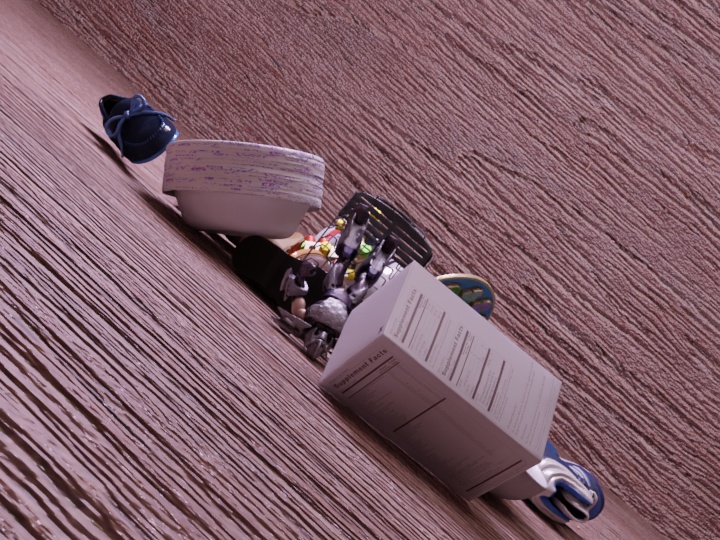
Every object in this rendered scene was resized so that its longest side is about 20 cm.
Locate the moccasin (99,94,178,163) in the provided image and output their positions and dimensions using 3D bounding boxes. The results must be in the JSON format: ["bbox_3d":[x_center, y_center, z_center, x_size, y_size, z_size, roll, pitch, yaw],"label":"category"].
[{"bbox_3d":[-0.307,-0.190,1.550,0.200,0.080,0.068,19,-30,56],"label":"moccasin"}]

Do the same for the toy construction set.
[{"bbox_3d":[-0.064,-0.039,1.819,0.092,0.198,0.132,88,2,-58],"label":"toy construction set"}]

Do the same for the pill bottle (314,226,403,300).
[{"bbox_3d":[0.009,0.020,1.901,0.199,0.112,0.111,31,-1,22],"label":"pill bottle"}]

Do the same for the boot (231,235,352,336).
[{"bbox_3d":[-0.067,0.032,1.389,0.200,0.074,0.076,39,-9,34],"label":"boot"}]

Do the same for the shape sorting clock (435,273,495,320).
[{"bbox_3d":[0.096,0.075,1.630,0.200,0.199,0.039,37,26,-49],"label":"shape sorting clock"}]

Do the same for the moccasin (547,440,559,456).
[{"bbox_3d":[0.207,0.245,1.710,0.200,0.068,0.081,38,10,-20],"label":"moccasin"}]

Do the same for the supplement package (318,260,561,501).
[{"bbox_3d":[0.080,0.109,1.141,0.200,0.114,0.110,40,43,-13],"label":"supplement package"}]

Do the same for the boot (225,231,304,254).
[{"bbox_3d":[-0.165,-0.068,1.648,0.166,0.073,0.200,37,-2,3],"label":"boot"}]

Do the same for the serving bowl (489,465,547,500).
[{"bbox_3d":[0.128,0.184,1.336,0.200,0.066,0.200,52,7,-9],"label":"serving bowl"}]

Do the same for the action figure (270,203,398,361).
[{"bbox_3d":[-0.021,0.023,1.288,0.130,0.069,0.201,35,47,-10],"label":"action figure"}]

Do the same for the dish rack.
[{"bbox_3d":[0.000,0.000,1.514,0.153,0.200,0.055,39,-15,-5],"label":"dish rack"}]

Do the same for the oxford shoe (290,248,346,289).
[{"bbox_3d":[-0.054,0.027,1.658,0.073,0.071,0.200,49,8,28],"label":"oxford shoe"}]

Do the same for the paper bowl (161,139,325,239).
[{"bbox_3d":[-0.147,-0.097,1.457,0.199,0.105,0.201,6,-1,0],"label":"paper bowl"}]

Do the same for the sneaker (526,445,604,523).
[{"bbox_3d":[0.281,0.312,1.577,0.200,0.081,0.147,42,9,-27],"label":"sneaker"}]
